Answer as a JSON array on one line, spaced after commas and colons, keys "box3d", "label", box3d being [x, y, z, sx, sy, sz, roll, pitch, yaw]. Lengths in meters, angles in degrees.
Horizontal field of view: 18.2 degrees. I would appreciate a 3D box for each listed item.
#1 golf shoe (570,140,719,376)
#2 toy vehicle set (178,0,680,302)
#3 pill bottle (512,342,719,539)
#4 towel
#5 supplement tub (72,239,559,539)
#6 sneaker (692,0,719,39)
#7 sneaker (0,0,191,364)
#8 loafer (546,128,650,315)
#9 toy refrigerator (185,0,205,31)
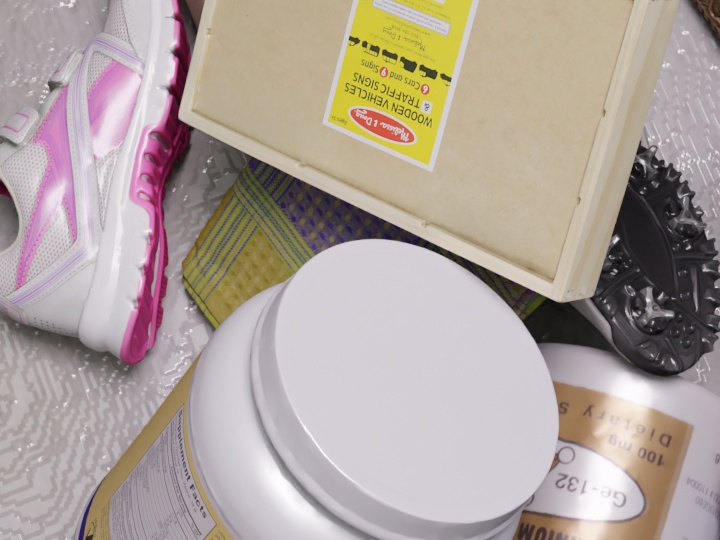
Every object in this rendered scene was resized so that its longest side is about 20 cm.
[{"box3d": [0.080, -0.028, 0.973, 0.077, 0.095, 0.201, -17, 64, -34], "label": "golf shoe"}, {"box3d": [0.021, -0.084, 0.888, 0.199, 0.026, 0.125, 27, 111, 30], "label": "toy vehicle set"}, {"box3d": [0.087, 0.143, 0.964, 0.113, 0.114, 0.202, 18, 76, 4], "label": "pill bottle"}, {"box3d": [0.000, 0.000, 0.974, 0.023, 0.200, 0.144, -23, 70, -42], "label": "towel"}, {"box3d": [-0.021, 0.093, 0.913, 0.144, 0.200, 0.146, 17, 50, -21], "label": "supplement tub"}, {"box3d": [0.224, -0.132, 1.065, 0.108, 0.070, 0.201, -28, 76, -9], "label": "sneaker"}, {"box3d": [-0.126, -0.061, 1.032, 0.087, 0.081, 0.202, 7, 70, 4], "label": "sneaker"}, {"box3d": [0.095, -0.081, 1.034, 0.069, 0.070, 0.202, -19, 98, -44], "label": "loafer"}, {"box3d": [-0.045, -0.153, 1.007, 0.075, 0.070, 0.201, -26, 114, -13], "label": "toy refrigerator"}]
